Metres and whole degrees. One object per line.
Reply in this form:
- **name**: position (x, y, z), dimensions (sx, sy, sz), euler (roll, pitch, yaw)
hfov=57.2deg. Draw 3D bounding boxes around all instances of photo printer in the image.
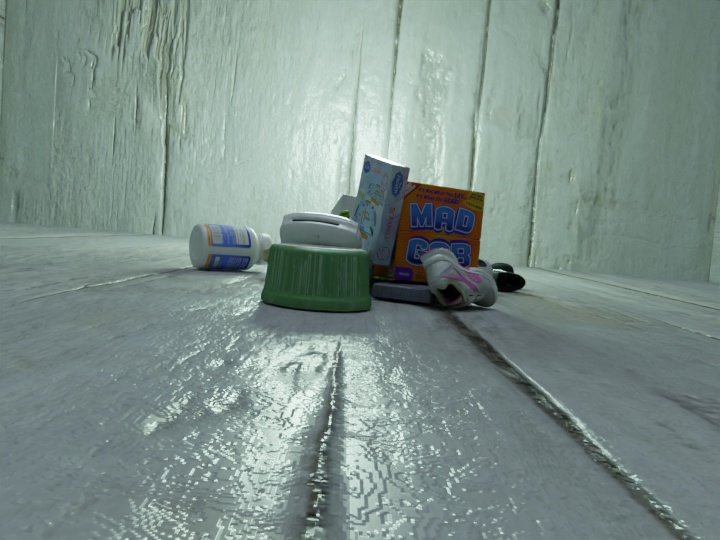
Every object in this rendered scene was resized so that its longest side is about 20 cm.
- **photo printer**: position (-0.077, -0.038, 1.316), dimensions (0.162, 0.071, 0.202), euler (7, -33, 6)

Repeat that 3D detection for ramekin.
- **ramekin**: position (-0.074, 0.008, 1.156), dimensions (0.195, 0.100, 0.200), euler (5, 4, 0)

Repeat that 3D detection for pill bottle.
- **pill bottle**: position (-0.332, -0.058, 1.703), dimensions (0.196, 0.115, 0.111), euler (3, 4, -36)

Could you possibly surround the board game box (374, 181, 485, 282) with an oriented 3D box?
- **board game box**: position (0.135, -0.079, 1.467), dimensions (0.195, 0.205, 0.199), euler (6, 2, -20)

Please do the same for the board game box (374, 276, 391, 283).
- **board game box**: position (0.000, 0.000, 1.581), dimensions (0.195, 0.024, 0.106), euler (8, 30, -12)

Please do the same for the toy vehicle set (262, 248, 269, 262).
- **toy vehicle set**: position (-0.157, -0.036, 1.691), dimensions (0.121, 0.027, 0.200), euler (-14, -12, 12)

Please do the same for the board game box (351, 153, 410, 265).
- **board game box**: position (0.035, -0.135, 1.406), dimensions (0.040, 0.204, 0.200), euler (7, 14, -19)

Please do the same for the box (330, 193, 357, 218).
- **box**: position (0.019, -0.122, 1.860), dimensions (0.195, 0.109, 0.152), euler (12, -16, -14)

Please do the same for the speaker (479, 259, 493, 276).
- **speaker**: position (0.254, 0.009, 1.716), dimensions (0.197, 0.083, 0.080), euler (2, 5, -40)

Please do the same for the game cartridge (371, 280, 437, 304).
- **game cartridge**: position (0.111, 0.044, 1.378), dimensions (0.127, 0.039, 0.199), euler (2, 2, 22)

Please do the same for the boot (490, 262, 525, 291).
- **boot**: position (0.408, 0.017, 1.872), dimensions (0.161, 0.067, 0.200), euler (-6, 4, -17)

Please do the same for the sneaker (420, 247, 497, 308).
- **sneaker**: position (0.192, 0.038, 1.284), dimensions (0.197, 0.090, 0.081), euler (25, -36, -31)

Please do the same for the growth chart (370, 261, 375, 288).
- **growth chart**: position (-0.059, -0.003, 1.454), dimensions (0.195, 0.018, 0.146), euler (7, -28, 11)

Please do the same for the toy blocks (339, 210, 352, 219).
- **toy blocks**: position (-0.007, -0.062, 1.588), dimensions (0.197, 0.101, 0.137), euler (-13, 49, -42)
